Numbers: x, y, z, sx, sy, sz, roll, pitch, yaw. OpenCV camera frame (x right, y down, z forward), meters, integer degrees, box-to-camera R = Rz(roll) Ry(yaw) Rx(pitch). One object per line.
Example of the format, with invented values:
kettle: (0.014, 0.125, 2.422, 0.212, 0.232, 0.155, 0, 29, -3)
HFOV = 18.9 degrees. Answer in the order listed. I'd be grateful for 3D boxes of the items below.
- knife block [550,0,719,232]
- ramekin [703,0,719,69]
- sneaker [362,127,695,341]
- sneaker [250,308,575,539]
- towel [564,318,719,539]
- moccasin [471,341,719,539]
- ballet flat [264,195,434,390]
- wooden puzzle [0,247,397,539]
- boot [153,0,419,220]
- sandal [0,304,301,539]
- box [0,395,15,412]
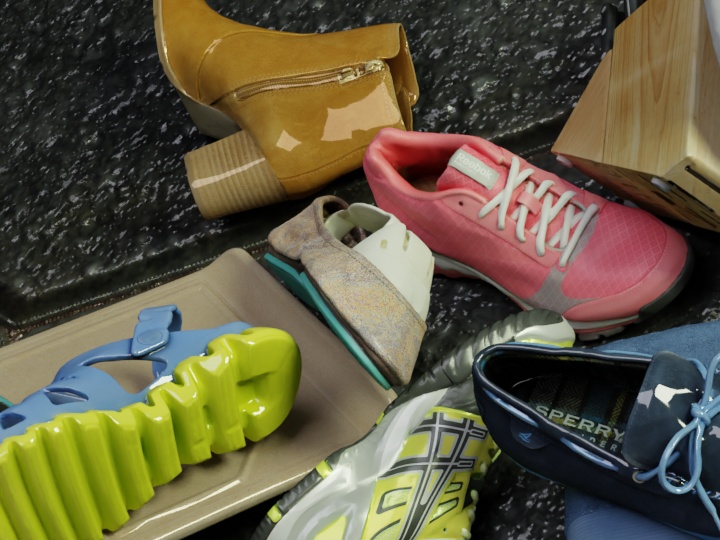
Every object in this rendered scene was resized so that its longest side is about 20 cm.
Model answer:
knife block: (0.181, -0.114, 1.106, 0.176, 0.064, 0.200, -60, 19, -2)
ramekin: (0.239, -0.115, 1.039, 0.097, 0.200, 0.201, -16, 49, 27)
sneaker: (0.078, -0.025, 1.130, 0.199, 0.087, 0.074, 17, 66, 37)
sneaker: (0.038, 0.099, 1.082, 0.200, 0.075, 0.076, -42, 79, -10)
towel: (0.148, 0.120, 1.005, 0.111, 0.049, 0.201, -11, 52, 22)
moccasin: (0.134, 0.075, 0.967, 0.199, 0.068, 0.081, 4, 58, 31)
ballet flat: (0.000, 0.000, 1.130, 0.067, 0.068, 0.200, -41, 25, -2)
wooden puzzle: (-0.105, 0.078, 1.156, 0.199, 0.037, 0.185, -26, 42, -23)
boot: (-0.042, -0.123, 1.294, 0.143, 0.071, 0.202, -20, 51, 6)
sandal: (-0.128, 0.074, 1.080, 0.199, 0.080, 0.087, -24, 38, -34)
box: (-0.242, 0.142, 1.078, 0.049, 0.082, 0.201, 24, 80, 40)
